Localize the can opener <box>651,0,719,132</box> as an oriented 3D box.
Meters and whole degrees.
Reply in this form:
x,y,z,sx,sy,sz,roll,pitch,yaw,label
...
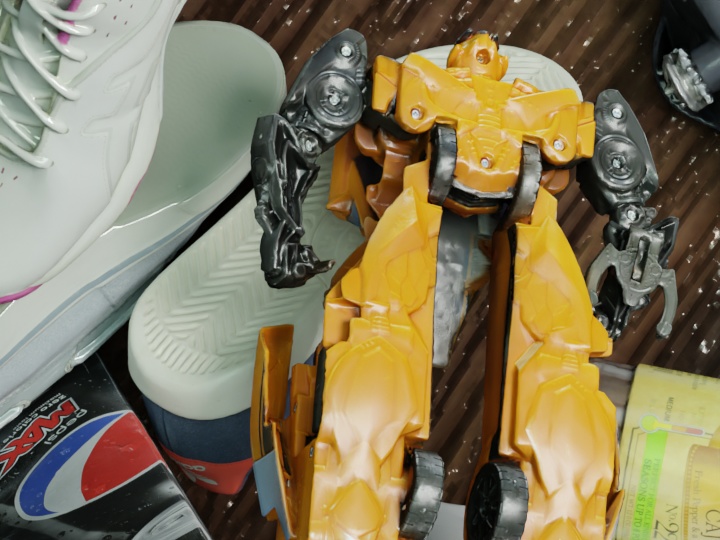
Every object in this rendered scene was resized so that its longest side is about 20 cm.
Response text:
x,y,z,sx,sy,sz,roll,pitch,yaw,label
0.163,-0.029,0.999,0.078,0.063,0.201,-26,87,-3,can opener

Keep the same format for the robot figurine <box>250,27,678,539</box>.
x,y,z,sx,sy,sz,roll,pitch,yaw,label
0.027,0.020,0.901,0.144,0.058,0.201,12,66,-17,robot figurine

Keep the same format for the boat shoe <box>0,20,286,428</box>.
x,y,z,sx,sy,sz,roll,pitch,yaw,label
-0.105,-0.005,0.961,0.201,0.072,0.070,-41,69,-19,boat shoe

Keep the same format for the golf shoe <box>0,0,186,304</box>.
x,y,z,sx,sy,sz,roll,pitch,yaw,label
-0.090,-0.080,0.872,0.075,0.091,0.201,30,101,14,golf shoe

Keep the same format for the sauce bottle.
x,y,z,sx,sy,sz,roll,pitch,yaw,label
0.166,0.076,0.974,0.199,0.065,0.065,9,85,10,sauce bottle

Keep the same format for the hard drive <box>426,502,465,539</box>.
x,y,z,sx,sy,sz,roll,pitch,yaw,label
0.072,0.137,0.918,0.131,0.200,0.026,9,113,-2,hard drive

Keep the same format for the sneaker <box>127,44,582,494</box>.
x,y,z,sx,sy,sz,roll,pitch,yaw,label
0.000,0.000,0.991,0.200,0.085,0.075,-37,55,-26,sneaker

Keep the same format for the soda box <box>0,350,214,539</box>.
x,y,z,sx,sy,sz,roll,pitch,yaw,label
-0.077,0.093,0.905,0.063,0.200,0.071,-32,112,-5,soda box
